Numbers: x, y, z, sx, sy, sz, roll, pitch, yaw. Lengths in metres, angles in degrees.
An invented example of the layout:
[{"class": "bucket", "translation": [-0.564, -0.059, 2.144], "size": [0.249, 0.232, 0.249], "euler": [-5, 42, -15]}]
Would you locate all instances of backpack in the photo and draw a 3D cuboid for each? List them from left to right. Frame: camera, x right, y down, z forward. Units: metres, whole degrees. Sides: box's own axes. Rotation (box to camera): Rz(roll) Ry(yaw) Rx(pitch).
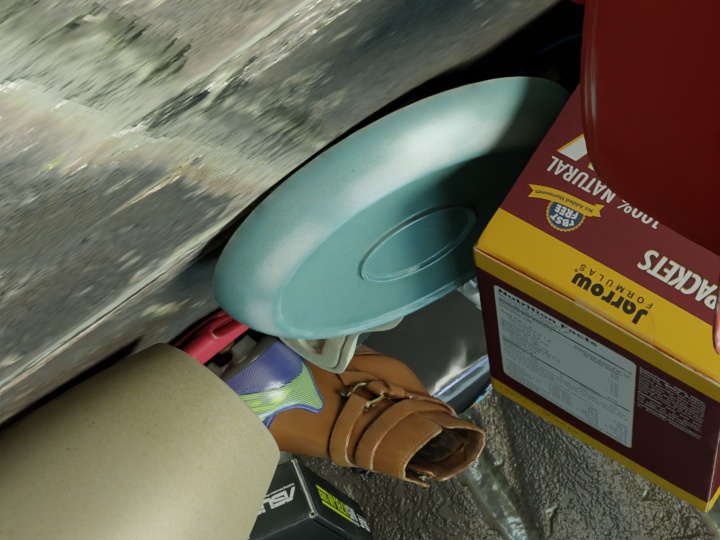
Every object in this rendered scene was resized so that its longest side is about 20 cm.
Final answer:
[{"class": "backpack", "translation": [0.028, 0.064, 1.763], "size": [0.182, 0.135, 0.200], "euler": [-34, 175, -5]}]

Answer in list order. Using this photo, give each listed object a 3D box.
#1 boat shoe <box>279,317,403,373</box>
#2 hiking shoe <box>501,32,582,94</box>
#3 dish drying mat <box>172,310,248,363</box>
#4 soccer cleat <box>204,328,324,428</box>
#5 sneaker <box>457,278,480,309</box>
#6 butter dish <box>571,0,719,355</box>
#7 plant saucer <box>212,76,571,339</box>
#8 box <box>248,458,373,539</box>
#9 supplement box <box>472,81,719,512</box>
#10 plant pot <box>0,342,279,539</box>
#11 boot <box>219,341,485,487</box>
[{"class": "boat shoe", "translation": [0.000, 0.000, 1.380], "size": [0.068, 0.072, 0.200], "euler": [-52, -179, -22]}, {"class": "hiking shoe", "translation": [0.131, -0.091, 1.239], "size": [0.087, 0.075, 0.200], "euler": [-37, 175, 37]}, {"class": "dish drying mat", "translation": [-0.134, 0.074, 1.435], "size": [0.200, 0.018, 0.077], "euler": [-39, 175, 35]}, {"class": "soccer cleat", "translation": [-0.110, 0.121, 1.482], "size": [0.200, 0.084, 0.065], "euler": [-41, -171, 10]}, {"class": "sneaker", "translation": [0.080, -0.020, 1.378], "size": [0.074, 0.089, 0.200], "euler": [-44, 160, -2]}, {"class": "butter dish", "translation": [0.137, -0.100, 0.825], "size": [0.200, 0.147, 0.201], "euler": [-27, 131, -49]}, {"class": "plant saucer", "translation": [0.023, -0.022, 1.125], "size": [0.199, 0.028, 0.200], "euler": [-25, 159, -10]}, {"class": "box", "translation": [-0.102, 0.196, 1.548], "size": [0.199, 0.048, 0.193], "euler": [-24, 165, 5]}, {"class": "supplement box", "translation": [0.164, -0.022, 1.127], "size": [0.198, 0.132, 0.200], "euler": [-56, 164, -15]}, {"class": "plant pot", "translation": [-0.140, 0.143, 1.235], "size": [0.200, 0.187, 0.187], "euler": [-47, 180, -17]}, {"class": "boot", "translation": [-0.027, 0.109, 1.551], "size": [0.199, 0.155, 0.077], "euler": [-12, 123, -45]}]
